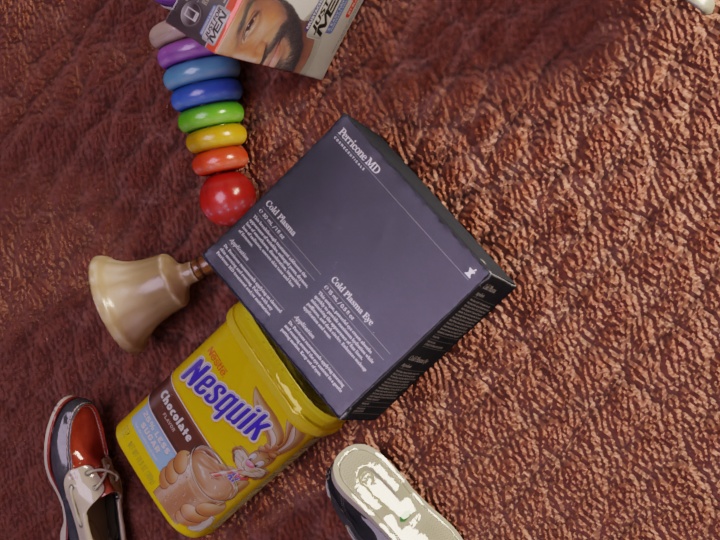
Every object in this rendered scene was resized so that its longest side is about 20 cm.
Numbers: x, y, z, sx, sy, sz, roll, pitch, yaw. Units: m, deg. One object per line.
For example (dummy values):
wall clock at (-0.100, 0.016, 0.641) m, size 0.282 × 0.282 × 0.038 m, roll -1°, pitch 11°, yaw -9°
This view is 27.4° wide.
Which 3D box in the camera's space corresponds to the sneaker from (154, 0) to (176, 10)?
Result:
sneaker at (-0.132, -0.313, 1.392) m, size 0.200 × 0.088 × 0.081 m, roll -23°, pitch 82°, yaw 26°

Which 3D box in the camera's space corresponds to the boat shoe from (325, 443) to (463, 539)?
boat shoe at (0.040, 0.248, 1.331) m, size 0.200 × 0.072 × 0.068 m, roll 51°, pitch 147°, yaw 10°

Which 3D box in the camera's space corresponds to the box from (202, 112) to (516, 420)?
box at (0.000, 0.000, 1.302) m, size 0.182 × 0.104 × 0.200 m, roll -44°, pitch 73°, yaw 10°

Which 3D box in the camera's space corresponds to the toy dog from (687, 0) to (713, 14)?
toy dog at (0.272, -0.336, 1.175) m, size 0.200 × 0.139 × 0.194 m, roll -52°, pitch 33°, yaw 19°

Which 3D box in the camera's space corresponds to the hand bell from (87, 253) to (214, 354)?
hand bell at (-0.148, -0.004, 1.415) m, size 0.200 × 0.104 × 0.104 m, roll -23°, pitch 80°, yaw 11°

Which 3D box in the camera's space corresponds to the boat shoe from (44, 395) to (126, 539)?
boat shoe at (-0.266, 0.223, 1.464) m, size 0.063 × 0.071 × 0.200 m, roll 1°, pitch 97°, yaw 41°

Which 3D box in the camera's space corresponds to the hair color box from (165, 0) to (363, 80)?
hair color box at (-0.074, -0.239, 1.300) m, size 0.064 × 0.200 × 0.111 m, roll 35°, pitch 105°, yaw 22°

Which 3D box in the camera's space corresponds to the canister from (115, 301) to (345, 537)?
canister at (-0.122, 0.139, 1.389) m, size 0.200 × 0.087 × 0.149 m, roll -43°, pitch 72°, yaw 21°

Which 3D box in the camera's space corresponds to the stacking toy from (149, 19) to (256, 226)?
stacking toy at (-0.139, -0.142, 1.405) m, size 0.085 × 0.085 × 0.200 m, roll -13°, pitch 90°, yaw 26°
